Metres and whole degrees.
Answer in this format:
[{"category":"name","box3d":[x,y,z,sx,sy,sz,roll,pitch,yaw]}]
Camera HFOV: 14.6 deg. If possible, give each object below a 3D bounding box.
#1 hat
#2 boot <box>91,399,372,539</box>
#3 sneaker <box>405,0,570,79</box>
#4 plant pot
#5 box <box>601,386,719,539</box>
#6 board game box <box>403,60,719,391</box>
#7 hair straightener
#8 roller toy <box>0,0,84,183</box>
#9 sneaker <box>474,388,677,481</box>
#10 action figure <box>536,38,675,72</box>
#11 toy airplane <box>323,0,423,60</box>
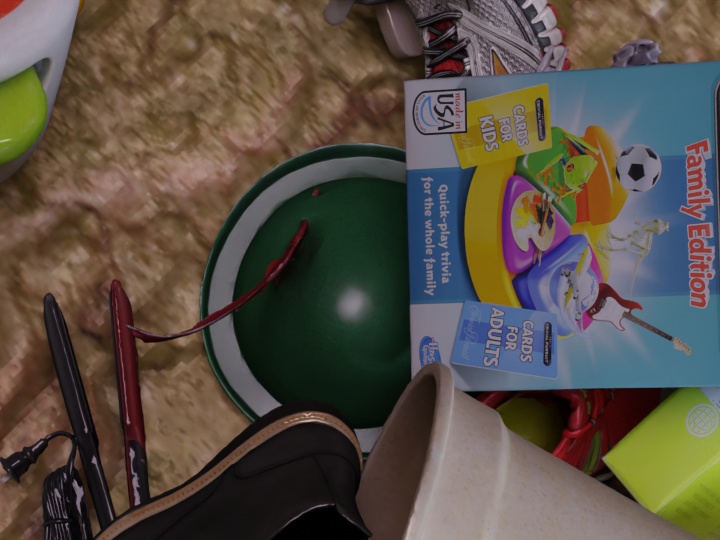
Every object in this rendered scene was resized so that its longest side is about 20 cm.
[{"category":"hat","box3d":[0.000,0.000,1.393,0.165,0.176,0.201,23,72,3]},{"category":"boot","box3d":[-0.078,0.153,1.319,0.077,0.138,0.200,40,98,-14]},{"category":"sneaker","box3d":[0.067,-0.091,1.443,0.082,0.078,0.200,-37,105,-25]},{"category":"plant pot","box3d":[0.081,0.168,1.292,0.183,0.200,0.201,22,71,-6]},{"category":"box","box3d":[0.221,0.053,1.380,0.200,0.122,0.048,-43,62,7]},{"category":"board game box","box3d":[0.121,-0.020,1.328,0.199,0.047,0.152,-3,89,23]},{"category":"hair straightener","box3d":[-0.143,0.107,1.426,0.077,0.041,0.201,-8,78,-2]},{"category":"roller toy","box3d":[-0.238,-0.127,1.424,0.182,0.140,0.201,16,50,-5]},{"category":"sneaker","box3d":[0.109,0.073,1.424,0.200,0.085,0.077,-33,77,-21]},{"category":"action figure","box3d":[0.151,-0.045,1.397,0.199,0.069,0.131,13,90,-5]},{"category":"toy airplane","box3d":[-0.009,-0.238,1.488,0.200,0.141,0.200,29,81,-12]}]
